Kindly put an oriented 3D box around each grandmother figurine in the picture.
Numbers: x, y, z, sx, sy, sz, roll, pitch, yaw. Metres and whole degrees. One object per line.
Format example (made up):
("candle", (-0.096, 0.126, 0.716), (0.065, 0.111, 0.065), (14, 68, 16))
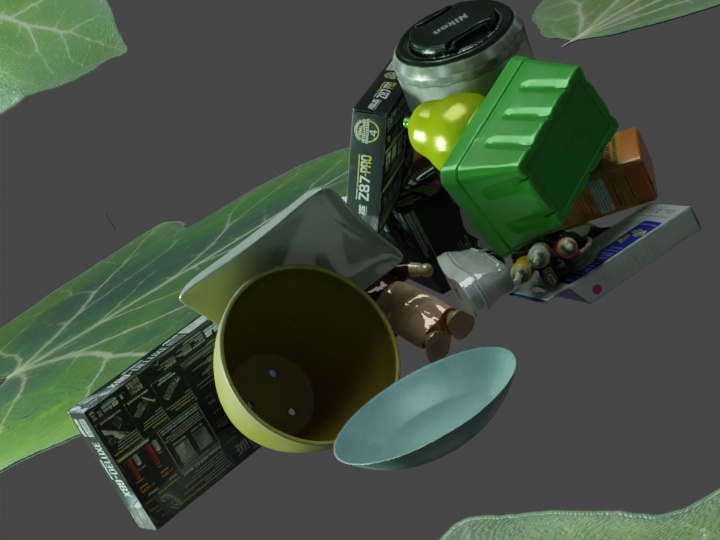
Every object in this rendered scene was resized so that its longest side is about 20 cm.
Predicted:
("grandmother figurine", (0.031, 0.035, 1.690), (0.121, 0.061, 0.200), (-36, 45, -20))

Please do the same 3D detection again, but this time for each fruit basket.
("fruit basket", (0.151, -0.132, 1.626), (0.215, 0.156, 0.216), (-31, 29, 19))

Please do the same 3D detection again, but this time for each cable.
("cable", (0.204, -0.026, 1.614), (0.097, 0.050, 0.200), (-29, 12, 7))

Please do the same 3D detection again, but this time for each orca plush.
("orca plush", (0.237, -0.061, 1.772), (0.200, 0.071, 0.105), (20, 64, 44))

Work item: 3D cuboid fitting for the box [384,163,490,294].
("box", (0.137, -0.081, 1.915), (0.200, 0.125, 0.149), (-31, 16, -10))

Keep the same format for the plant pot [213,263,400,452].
("plant pot", (-0.076, 0.113, 1.582), (0.200, 0.200, 0.142), (-38, -5, -34))

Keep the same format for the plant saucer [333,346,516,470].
("plant saucer", (0.069, 0.144, 1.443), (0.201, 0.039, 0.201), (-27, 14, 7))

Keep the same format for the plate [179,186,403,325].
("plate", (-0.075, -0.002, 1.607), (0.200, 0.200, 0.032), (-36, 56, 10))

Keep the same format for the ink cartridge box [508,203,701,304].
("ink cartridge box", (0.264, -0.010, 1.608), (0.200, 0.037, 0.095), (-30, 13, -14))

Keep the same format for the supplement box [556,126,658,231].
("supplement box", (0.234, -0.093, 1.698), (0.199, 0.069, 0.067), (-20, 38, 19))

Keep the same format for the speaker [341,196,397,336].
("speaker", (0.000, 0.000, 1.829), (0.081, 0.081, 0.200), (-25, 43, 16))

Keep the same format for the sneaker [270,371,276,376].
("sneaker", (-0.099, 0.063, 1.729), (0.078, 0.200, 0.070), (-29, 36, 17))

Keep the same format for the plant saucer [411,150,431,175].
("plant saucer", (0.086, -0.105, 2.020), (0.200, 0.200, 0.037), (-32, 48, -10))

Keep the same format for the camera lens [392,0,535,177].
("camera lens", (0.137, -0.207, 1.762), (0.159, 0.200, 0.160), (-17, 32, 11))

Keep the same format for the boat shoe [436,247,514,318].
("boat shoe", (0.135, 0.004, 1.706), (0.068, 0.072, 0.200), (-29, 3, -1))

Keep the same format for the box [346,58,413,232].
("box", (0.030, -0.154, 1.818), (0.049, 0.162, 0.200), (9, 28, 11))

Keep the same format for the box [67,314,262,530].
("box", (-0.200, 0.165, 1.647), (0.200, 0.158, 0.050), (-38, 17, -29))
